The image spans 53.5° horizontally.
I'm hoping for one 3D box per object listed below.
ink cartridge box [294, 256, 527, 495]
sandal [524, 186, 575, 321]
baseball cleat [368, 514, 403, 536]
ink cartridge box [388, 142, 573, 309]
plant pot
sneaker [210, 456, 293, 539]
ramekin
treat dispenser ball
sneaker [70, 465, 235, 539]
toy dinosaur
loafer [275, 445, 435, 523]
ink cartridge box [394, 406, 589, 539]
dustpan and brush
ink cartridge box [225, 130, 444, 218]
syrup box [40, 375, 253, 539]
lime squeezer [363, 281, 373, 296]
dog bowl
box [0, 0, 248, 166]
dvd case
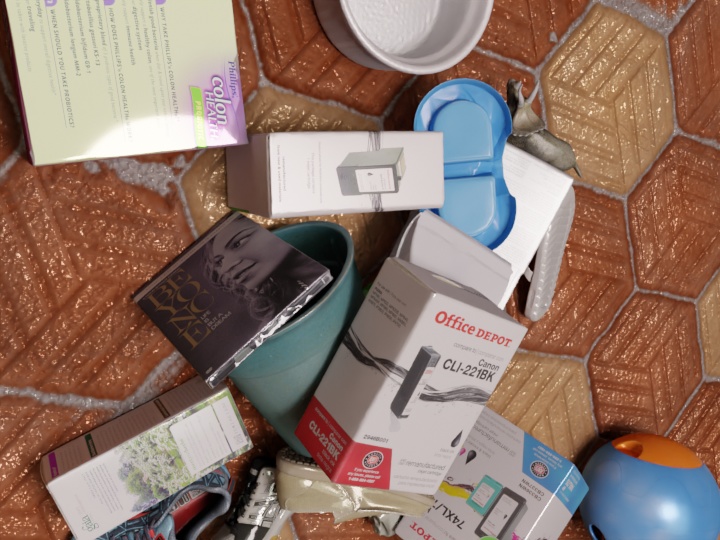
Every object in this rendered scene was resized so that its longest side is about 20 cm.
[{"bbox_3d":[0.050,0.106,0.693,0.144,0.084,0.201,20,101,-39],"label":"ink cartridge box"},{"bbox_3d":[0.244,-0.023,0.974,0.082,0.050,0.204,-26,130,-50],"label":"sandal"},{"bbox_3d":[0.030,0.241,0.923,0.106,0.070,0.201,-28,116,-35],"label":"baseball cleat"},{"bbox_3d":[0.143,-0.063,0.884,0.162,0.057,0.201,27,101,-2],"label":"ink cartridge box"},{"bbox_3d":[-0.060,0.084,0.775,0.200,0.200,0.197,-38,122,-17],"label":"plant pot"},{"bbox_3d":[-0.119,0.267,0.844,0.200,0.076,0.088,-38,107,-26],"label":"sneaker"},{"bbox_3d":[0.042,-0.319,0.797,0.199,0.098,0.202,-5,101,-27],"label":"ramekin"},{"bbox_3d":[0.430,0.346,1.066,0.200,0.201,0.202,-5,102,-27],"label":"treat dispenser ball"},{"bbox_3d":[-0.226,0.276,0.768,0.200,0.095,0.080,-36,113,-18],"label":"sneaker"},{"bbox_3d":[0.228,-0.155,0.922,0.200,0.102,0.077,37,82,-27],"label":"toy dinosaur"},{"bbox_3d":[-0.010,0.255,0.826,0.199,0.076,0.069,18,98,-16],"label":"loafer"},{"bbox_3d":[0.175,0.312,0.932,0.200,0.146,0.146,-54,145,-9],"label":"ink cartridge box"},{"bbox_3d":[0.078,0.053,0.784,0.139,0.057,0.201,30,63,-17],"label":"dustpan and brush"},{"bbox_3d":[-0.029,-0.106,0.771,0.199,0.145,0.085,-6,101,-27],"label":"ink cartridge box"},{"bbox_3d":[-0.226,0.194,0.761,0.199,0.081,0.079,-27,109,-21],"label":"syrup box"},{"bbox_3d":[0.000,0.000,0.869,0.199,0.038,0.071,0,99,-27],"label":"lime squeezer"},{"bbox_3d":[0.119,-0.117,0.830,0.111,0.050,0.201,-5,97,2],"label":"dog bowl"},{"bbox_3d":[-0.224,-0.199,0.680,0.199,0.097,0.177,-11,104,-25],"label":"box"},{"bbox_3d":[-0.135,0.017,0.709,0.149,0.200,0.016,-43,129,-14],"label":"dvd case"}]
